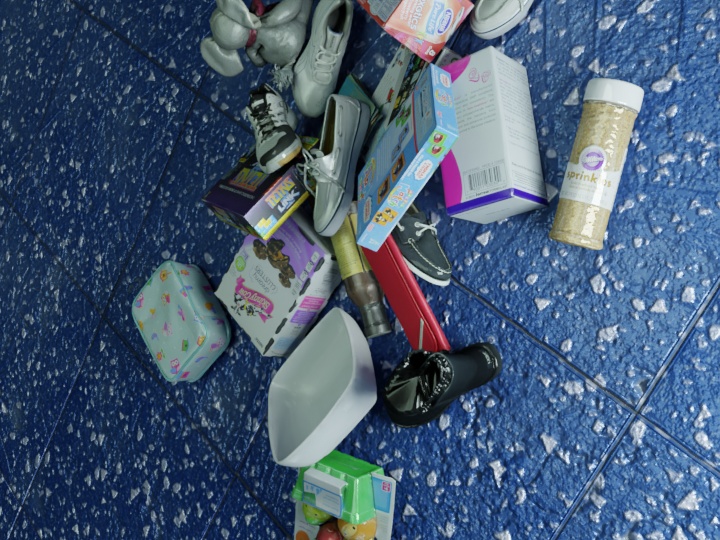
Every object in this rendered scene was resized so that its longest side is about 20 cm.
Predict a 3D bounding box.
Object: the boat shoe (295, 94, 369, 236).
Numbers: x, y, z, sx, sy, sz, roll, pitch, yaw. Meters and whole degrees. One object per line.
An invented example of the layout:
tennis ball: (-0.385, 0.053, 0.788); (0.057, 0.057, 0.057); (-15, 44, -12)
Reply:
boat shoe: (-0.051, -0.154, 1.140); (0.074, 0.086, 0.203); (22, 97, 57)

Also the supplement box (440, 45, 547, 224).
supplement box: (0.168, -0.174, 1.056); (0.101, 0.103, 0.202); (-14, 77, 38)

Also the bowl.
bowl: (-0.050, 0.177, 1.168); (0.200, 0.074, 0.200); (-50, 25, 20)

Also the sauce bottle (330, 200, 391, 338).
sauce bottle: (0.000, 0.000, 1.190); (0.064, 0.065, 0.201); (-20, 78, 35)

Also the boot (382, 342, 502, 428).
boot: (0.073, 0.156, 1.046); (0.200, 0.168, 0.077); (-34, 71, 31)

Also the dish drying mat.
dish drying mat: (0.056, 0.030, 1.115); (0.201, 0.018, 0.077); (62, 150, -1)

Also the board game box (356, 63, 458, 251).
board game box: (0.055, -0.145, 1.032); (0.200, 0.036, 0.152); (-53, 23, 37)

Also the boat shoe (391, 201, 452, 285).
boat shoe: (0.071, -0.061, 1.137); (0.200, 0.075, 0.061); (50, 120, 31)

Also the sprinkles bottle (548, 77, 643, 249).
sprinkles bottle: (0.287, -0.128, 0.976); (0.068, 0.068, 0.201); (17, 96, 39)

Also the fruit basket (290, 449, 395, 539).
fruit basket: (-0.034, 0.373, 1.159); (0.184, 0.093, 0.202); (11, 95, 39)

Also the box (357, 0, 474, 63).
box: (0.063, -0.388, 1.126); (0.100, 0.095, 0.200); (-50, 35, 18)

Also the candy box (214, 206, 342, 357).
candy box: (-0.129, 0.012, 1.290); (0.168, 0.071, 0.201); (45, 111, 34)

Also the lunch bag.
lunch bag: (-0.325, 0.092, 1.436); (0.161, 0.077, 0.200); (-50, 57, 25)

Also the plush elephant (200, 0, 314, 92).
plush elephant: (-0.173, -0.391, 1.276); (0.165, 0.154, 0.201); (-39, 38, 46)

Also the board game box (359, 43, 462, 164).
board game box: (0.059, -0.246, 1.168); (0.201, 0.034, 0.126); (-59, 33, 18)

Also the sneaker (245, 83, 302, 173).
sneaker: (-0.142, -0.218, 1.205); (0.075, 0.088, 0.200); (-31, 31, 9)

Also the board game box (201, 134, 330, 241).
board game box: (-0.147, -0.139, 1.250); (0.165, 0.057, 0.200); (-47, 30, -12)

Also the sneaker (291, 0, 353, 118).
sneaker: (-0.059, -0.340, 1.258); (0.087, 0.074, 0.201); (-145, 67, -74)

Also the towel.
towel: (-0.035, -0.190, 1.236); (0.201, 0.022, 0.147); (-61, 32, 25)

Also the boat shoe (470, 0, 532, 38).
boat shoe: (0.208, -0.399, 1.051); (0.202, 0.086, 0.075); (-42, 61, 27)
